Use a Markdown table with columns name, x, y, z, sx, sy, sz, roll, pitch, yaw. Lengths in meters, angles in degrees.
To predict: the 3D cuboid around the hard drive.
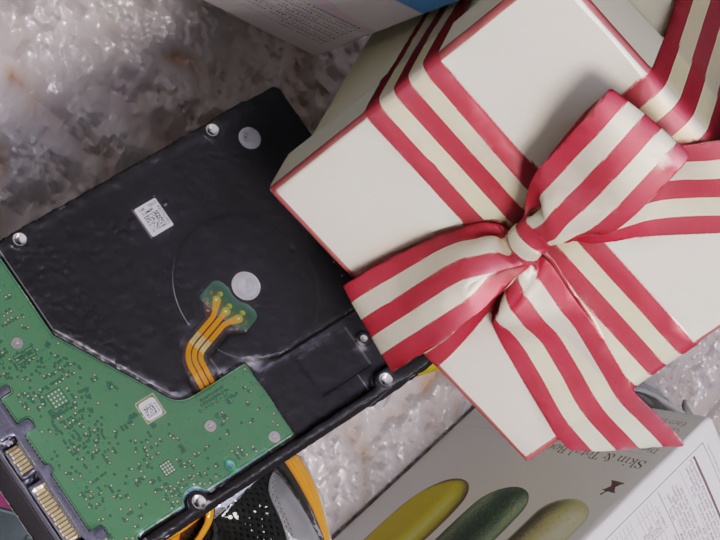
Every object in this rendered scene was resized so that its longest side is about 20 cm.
| name | x | y | z | sx | sy | sz | roll | pitch | yaw |
| --- | --- | --- | --- | --- | --- | --- | --- | --- | --- |
| hard drive | -0.076 | 0.026 | 1.156 | 0.200 | 0.038 | 0.140 | -33 | 83 | -31 |

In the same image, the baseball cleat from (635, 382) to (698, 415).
| name | x | y | z | sx | sy | sz | roll | pitch | yaw |
| --- | --- | --- | --- | --- | --- | --- | --- | --- | --- |
| baseball cleat | 0.173 | 0.140 | 1.445 | 0.070 | 0.106 | 0.200 | -39 | 102 | -10 |

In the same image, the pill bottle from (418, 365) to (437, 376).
| name | x | y | z | sx | sy | sz | roll | pitch | yaw |
| --- | --- | --- | --- | --- | --- | --- | --- | --- | --- |
| pill bottle | 0.000 | 0.000 | 1.292 | 0.200 | 0.111 | 0.112 | -17 | 105 | -39 |

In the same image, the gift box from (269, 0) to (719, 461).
| name | x | y | z | sx | sy | sz | roll | pitch | yaw |
| --- | --- | --- | --- | --- | --- | --- | --- | --- | --- |
| gift box | 0.101 | -0.043 | 1.163 | 0.200 | 0.185 | 0.187 | 43 | 31 | -8 |

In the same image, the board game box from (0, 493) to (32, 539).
| name | x | y | z | sx | sy | sz | roll | pitch | yaw |
| --- | --- | --- | --- | --- | --- | --- | --- | --- | --- |
| board game box | -0.207 | 0.149 | 1.158 | 0.200 | 0.064 | 0.148 | 21 | 81 | -42 |

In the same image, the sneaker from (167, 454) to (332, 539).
| name | x | y | z | sx | sy | sz | roll | pitch | yaw |
| --- | --- | --- | --- | --- | --- | --- | --- | --- | --- |
| sneaker | -0.098 | 0.081 | 1.185 | 0.200 | 0.078 | 0.077 | 40 | 37 | 6 |

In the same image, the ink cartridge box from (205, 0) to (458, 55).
| name | x | y | z | sx | sy | sz | roll | pitch | yaw |
| --- | --- | --- | --- | --- | --- | --- | --- | --- | --- |
| ink cartridge box | -0.024 | -0.184 | 1.207 | 0.125 | 0.200 | 0.129 | 25 | 77 | -19 |

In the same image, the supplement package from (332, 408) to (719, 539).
| name | x | y | z | sx | sy | sz | roll | pitch | yaw |
| --- | --- | --- | --- | --- | --- | --- | --- | --- | --- |
| supplement package | 0.082 | 0.179 | 1.353 | 0.200 | 0.151 | 0.151 | -40 | 118 | -31 |
